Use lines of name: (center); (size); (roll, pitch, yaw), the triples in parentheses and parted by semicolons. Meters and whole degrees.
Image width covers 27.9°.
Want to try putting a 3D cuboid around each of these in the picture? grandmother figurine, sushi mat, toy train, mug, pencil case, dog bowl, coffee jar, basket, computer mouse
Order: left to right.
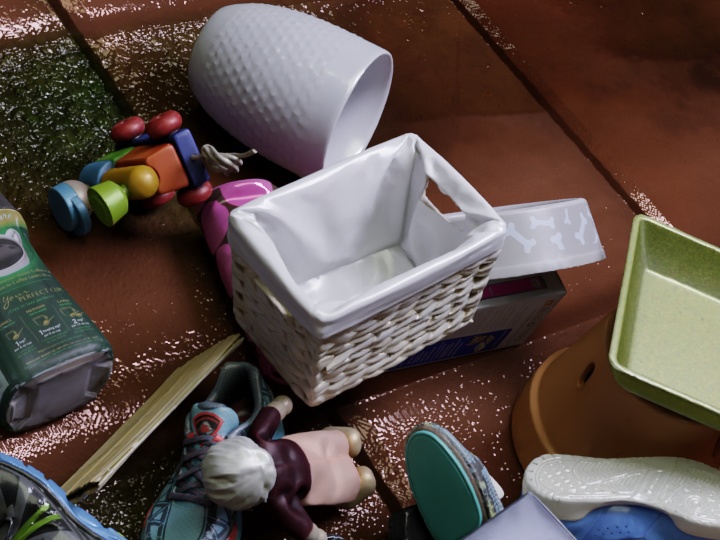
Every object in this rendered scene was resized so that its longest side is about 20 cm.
coffee jar: (-0.292, 0.027, 1.184); (0.103, 0.086, 0.201); (-21, 61, -34)
sushi mat: (-0.172, 0.121, 1.148); (0.012, 0.095, 0.200); (51, 45, -8)
toy train: (-0.188, -0.079, 1.274); (0.115, 0.199, 0.086); (-35, 111, -31)
pencil case: (-0.076, 0.005, 1.304); (0.093, 0.091, 0.201); (-28, 60, 0)
grandmother figurine: (-0.056, 0.158, 1.119); (0.199, 0.060, 0.122); (16, 42, -61)
mug: (-0.069, -0.188, 1.466); (0.174, 0.149, 0.200); (27, 12, 13)
basket: (0.000, 0.000, 1.188); (0.198, 0.124, 0.136); (-25, 57, -30)
computer mouse: (0.019, 0.227, 1.178); (0.198, 0.034, 0.059); (-13, 80, -27)
dog bowl: (0.127, -0.028, 1.351); (0.198, 0.199, 0.060); (-10, 94, -31)

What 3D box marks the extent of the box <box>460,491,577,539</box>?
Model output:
box: (0.063, 0.285, 1.027); (0.199, 0.183, 0.104); (-26, 62, -40)

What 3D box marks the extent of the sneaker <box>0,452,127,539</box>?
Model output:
sneaker: (-0.242, 0.201, 1.051); (0.198, 0.071, 0.083); (33, 37, 4)

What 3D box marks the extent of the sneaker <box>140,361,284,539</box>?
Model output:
sneaker: (-0.123, 0.148, 1.129); (0.078, 0.097, 0.201); (5, 37, 15)

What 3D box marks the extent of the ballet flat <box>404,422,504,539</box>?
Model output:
ballet flat: (0.099, 0.212, 1.171); (0.074, 0.074, 0.202); (-20, 85, -37)

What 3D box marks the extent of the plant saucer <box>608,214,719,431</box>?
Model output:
plant saucer: (0.304, 0.065, 1.240); (0.197, 0.048, 0.201); (23, 43, -1)

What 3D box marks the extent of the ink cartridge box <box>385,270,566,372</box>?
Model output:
ink cartridge box: (0.087, 0.048, 1.326); (0.198, 0.095, 0.037); (-12, 63, -32)

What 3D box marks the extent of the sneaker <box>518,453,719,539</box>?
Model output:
sneaker: (0.227, 0.218, 1.212); (0.197, 0.112, 0.077); (4, 38, -2)

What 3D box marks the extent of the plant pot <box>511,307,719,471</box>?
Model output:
plant pot: (0.250, 0.122, 1.298); (0.197, 0.141, 0.202); (12, 44, -12)
